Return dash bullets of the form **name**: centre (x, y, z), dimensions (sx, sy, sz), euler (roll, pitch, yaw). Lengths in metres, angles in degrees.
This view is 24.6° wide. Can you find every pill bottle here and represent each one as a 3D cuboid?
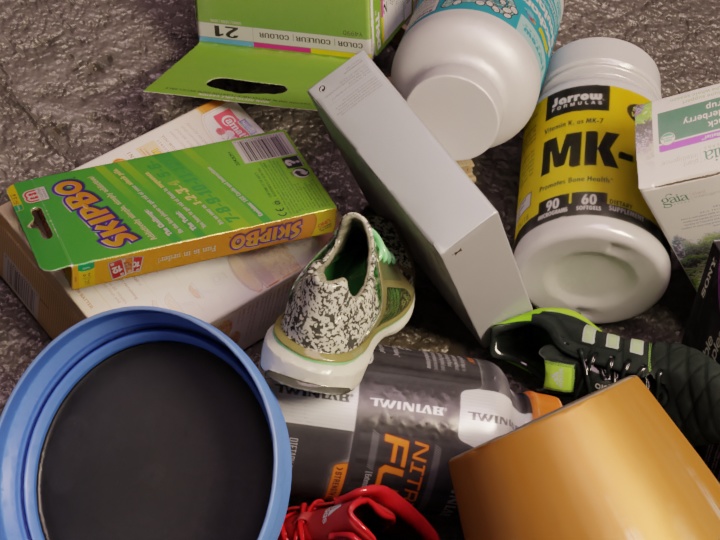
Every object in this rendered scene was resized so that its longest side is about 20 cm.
- **pill bottle**: centre (0.176, -0.071, 1.234), dimensions (0.114, 0.114, 0.201), euler (12, 53, -5)
- **pill bottle**: centre (0.086, -0.163, 1.235), dimensions (0.110, 0.111, 0.200), euler (20, 38, 1)
- **pill bottle**: centre (0.030, 0.103, 1.076), dimensions (0.199, 0.106, 0.107), euler (8, 53, -7)

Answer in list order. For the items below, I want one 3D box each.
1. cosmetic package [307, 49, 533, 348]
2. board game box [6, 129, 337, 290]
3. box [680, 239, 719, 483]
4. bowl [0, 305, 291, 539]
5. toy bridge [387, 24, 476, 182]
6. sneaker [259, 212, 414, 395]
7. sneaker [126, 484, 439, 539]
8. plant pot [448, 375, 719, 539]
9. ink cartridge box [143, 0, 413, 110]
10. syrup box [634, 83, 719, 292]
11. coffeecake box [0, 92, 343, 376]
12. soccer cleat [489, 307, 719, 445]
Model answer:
- **cosmetic package**: centre (0.045, -0.043, 1.130), dimensions (0.052, 0.200, 0.151), euler (-35, 67, -1)
- **board game box**: centre (-0.125, -0.041, 1.087), dimensions (0.199, 0.030, 0.096), euler (-11, 42, -22)
- **box**: centre (0.259, 0.093, 1.082), dimensions (0.036, 0.143, 0.200), euler (2, 35, -11)
- **bowl**: centre (-0.132, 0.124, 0.997), dimensions (0.200, 0.039, 0.202), euler (-6, 76, 22)
- **toy bridge**: centre (0.045, -0.145, 1.308), dimensions (0.067, 0.027, 0.200), euler (-14, 58, -24)
- **sneaker**: centre (0.000, 0.000, 1.043), dimensions (0.077, 0.089, 0.200), euler (20, 29, 4)
- **sneaker**: centre (-0.044, 0.155, 1.014), dimensions (0.199, 0.116, 0.079), euler (10, 53, -7)
- **plant pot**: centre (0.144, 0.169, 0.965), dimensions (0.200, 0.200, 0.184), euler (-22, 83, -26)
- **ink cartridge box**: centre (-0.059, -0.196, 1.232), dimensions (0.147, 0.076, 0.200), euler (9, 31, 17)
- **syrup box**: centre (0.264, -0.041, 1.176), dimensions (0.078, 0.200, 0.082), euler (-14, 51, 23)
- **coffeecake box**: centre (-0.127, -0.014, 1.143), dimensions (0.200, 0.073, 0.154), euler (-31, 67, -30)
- **soccer cleat**: centre (0.169, 0.074, 1.111), dimensions (0.081, 0.068, 0.200), euler (-8, 19, -37)
